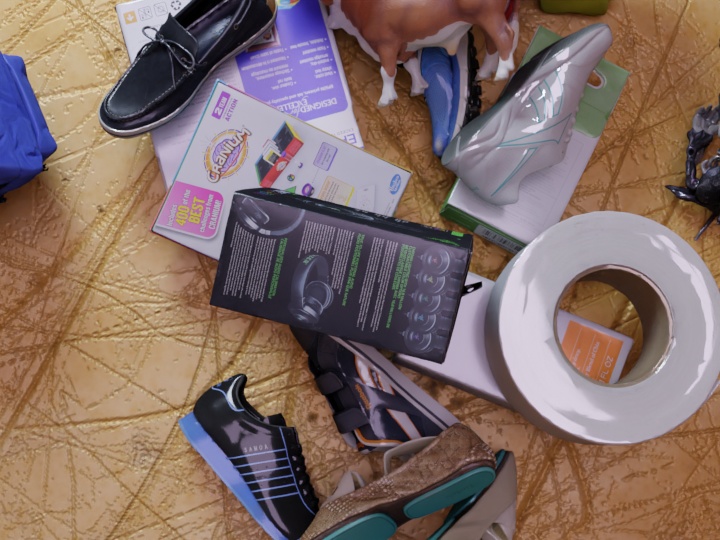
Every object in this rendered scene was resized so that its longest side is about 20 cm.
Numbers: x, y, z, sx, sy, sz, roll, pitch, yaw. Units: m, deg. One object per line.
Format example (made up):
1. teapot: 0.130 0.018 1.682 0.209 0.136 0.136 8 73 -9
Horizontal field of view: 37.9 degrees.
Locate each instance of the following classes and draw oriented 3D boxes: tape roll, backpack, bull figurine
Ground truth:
1. tape roll: 0.213 0.053 0.921 0.201 0.071 0.203 1 80 -4
2. backpack: -0.386 -0.106 0.931 0.199 0.168 0.163 -26 79 26
3. bull figurine: 0.053 -0.220 0.947 0.199 0.065 0.122 -7 106 31

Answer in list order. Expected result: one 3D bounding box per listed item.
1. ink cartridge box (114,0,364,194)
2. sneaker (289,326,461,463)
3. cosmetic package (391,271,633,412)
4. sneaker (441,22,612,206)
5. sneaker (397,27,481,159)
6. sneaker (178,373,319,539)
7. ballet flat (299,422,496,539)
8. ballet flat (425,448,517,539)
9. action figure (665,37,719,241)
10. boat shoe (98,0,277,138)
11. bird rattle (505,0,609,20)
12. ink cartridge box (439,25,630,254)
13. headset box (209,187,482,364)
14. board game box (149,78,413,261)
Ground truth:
1. ink cartridge box: -0.116 -0.182 1.015 0.197 0.043 0.201 -15 86 -5
2. sneaker: 0.000 0.116 0.966 0.200 0.078 0.079 40 76 0
3. cosmetic package: 0.140 0.074 0.984 0.199 0.071 0.102 21 82 0
4. sneaker: 0.165 -0.143 0.963 0.080 0.070 0.200 45 85 -12
5. sneaker: 0.068 -0.206 1.024 0.089 0.079 0.201 -7 86 15
6. sneaker: -0.075 0.185 0.957 0.078 0.070 0.200 -42 87 -3
7. ballet flat: 0.022 0.195 0.915 0.199 0.071 0.065 -27 52 0
8. ballet flat: 0.097 0.235 0.925 0.070 0.069 0.200 50 45 3
9. action figure: 0.367 -0.123 1.002 0.118 0.201 0.102 21 42 23
10. boat shoe: -0.162 -0.200 0.953 0.200 0.062 0.075 -41 65 -4
11. bird rattle: 0.192 -0.311 0.979 0.163 0.200 0.113 -34 78 33
12. ink cartridge box: 0.168 -0.121 1.018 0.104 0.059 0.201 27 81 1
13. headset box: 0.000 0.000 0.862 0.199 0.174 0.093 14 97 6
14. board game box: -0.073 -0.065 0.974 0.199 0.040 0.154 25 94 -9
